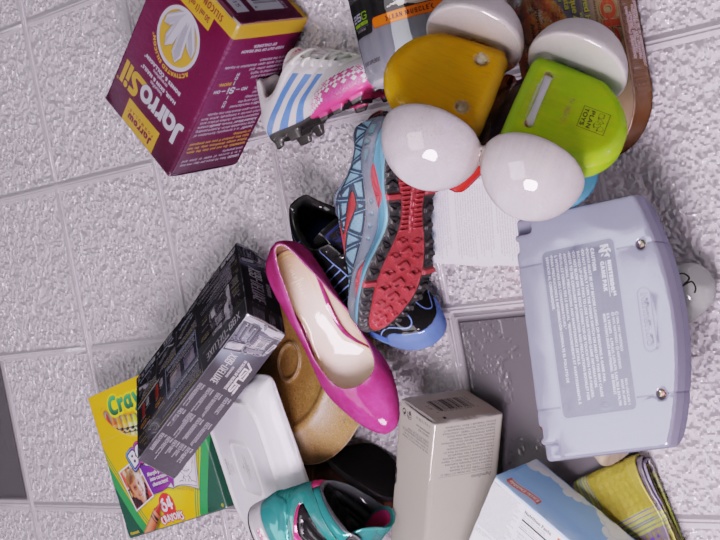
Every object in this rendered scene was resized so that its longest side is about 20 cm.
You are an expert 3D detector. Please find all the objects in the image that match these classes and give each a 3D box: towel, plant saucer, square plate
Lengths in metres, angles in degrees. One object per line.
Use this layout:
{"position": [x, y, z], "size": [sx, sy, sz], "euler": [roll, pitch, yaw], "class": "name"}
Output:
{"position": [0.214, 0.258, 1.356], "size": [0.199, 0.023, 0.145], "euler": [-32, 78, 43], "class": "towel"}
{"position": [-0.060, 0.094, 1.529], "size": [0.199, 0.035, 0.203], "euler": [-15, 71, 50], "class": "plant saucer"}
{"position": [-0.107, 0.201, 1.558], "size": [0.198, 0.028, 0.202], "euler": [-2, 107, 63], "class": "square plate"}

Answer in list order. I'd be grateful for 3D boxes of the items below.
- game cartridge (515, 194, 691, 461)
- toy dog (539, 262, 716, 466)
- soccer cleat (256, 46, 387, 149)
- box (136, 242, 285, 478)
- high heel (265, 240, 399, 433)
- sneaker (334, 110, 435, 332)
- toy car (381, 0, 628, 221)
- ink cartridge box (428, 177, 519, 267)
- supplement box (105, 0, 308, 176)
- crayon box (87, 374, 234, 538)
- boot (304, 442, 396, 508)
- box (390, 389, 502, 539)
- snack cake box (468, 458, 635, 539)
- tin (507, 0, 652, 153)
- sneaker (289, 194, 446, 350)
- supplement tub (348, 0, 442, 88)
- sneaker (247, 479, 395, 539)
{"position": [0.198, 0.046, 1.216], "size": [0.132, 0.040, 0.203], "euler": [-12, 81, 38], "class": "game cartridge"}
{"position": [0.210, 0.077, 1.264], "size": [0.131, 0.096, 0.202], "euler": [30, 119, 35], "class": "toy dog"}
{"position": [-0.034, -0.185, 1.456], "size": [0.199, 0.069, 0.087], "euler": [-23, 84, 45], "class": "soccer cleat"}
{"position": [-0.158, 0.090, 1.556], "size": [0.201, 0.050, 0.158], "euler": [-52, 23, 16], "class": "box"}
{"position": [-0.025, 0.061, 1.416], "size": [0.067, 0.096, 0.201], "euler": [-27, 75, 1], "class": "high heel"}
{"position": [0.019, -0.046, 1.380], "size": [0.095, 0.079, 0.202], "euler": [28, 112, 51], "class": "sneaker"}
{"position": [0.115, -0.114, 1.219], "size": [0.198, 0.176, 0.151], "euler": [17, 150, 14], "class": "toy car"}
{"position": [0.106, -0.061, 1.366], "size": [0.199, 0.050, 0.110], "euler": [4, 103, 42], "class": "ink cartridge box"}
{"position": [-0.161, -0.218, 1.549], "size": [0.131, 0.103, 0.201], "euler": [48, 129, 23], "class": "supplement box"}
{"position": [-0.218, 0.201, 1.735], "size": [0.199, 0.058, 0.174], "euler": [-24, 83, 44], "class": "crayon box"}
{"position": [-0.029, 0.275, 1.564], "size": [0.187, 0.068, 0.202], "euler": [17, 112, 40], "class": "boot"}
{"position": [0.078, 0.220, 1.427], "size": [0.068, 0.081, 0.202], "euler": [30, 119, 56], "class": "box"}
{"position": [0.188, 0.274, 1.323], "size": [0.200, 0.067, 0.116], "euler": [39, 123, 31], "class": "snack cake box"}
{"position": [0.185, -0.190, 1.267], "size": [0.111, 0.042, 0.202], "euler": [-6, 96, 49], "class": "tin"}
{"position": [0.000, 0.000, 1.451], "size": [0.199, 0.070, 0.078], "euler": [36, 161, 34], "class": "sneaker"}
{"position": [0.043, -0.270, 1.326], "size": [0.122, 0.122, 0.202], "euler": [-14, 90, 45], "class": "supplement tub"}
{"position": [-0.007, 0.280, 1.439], "size": [0.120, 0.084, 0.201], "euler": [-35, 91, 26], "class": "sneaker"}
